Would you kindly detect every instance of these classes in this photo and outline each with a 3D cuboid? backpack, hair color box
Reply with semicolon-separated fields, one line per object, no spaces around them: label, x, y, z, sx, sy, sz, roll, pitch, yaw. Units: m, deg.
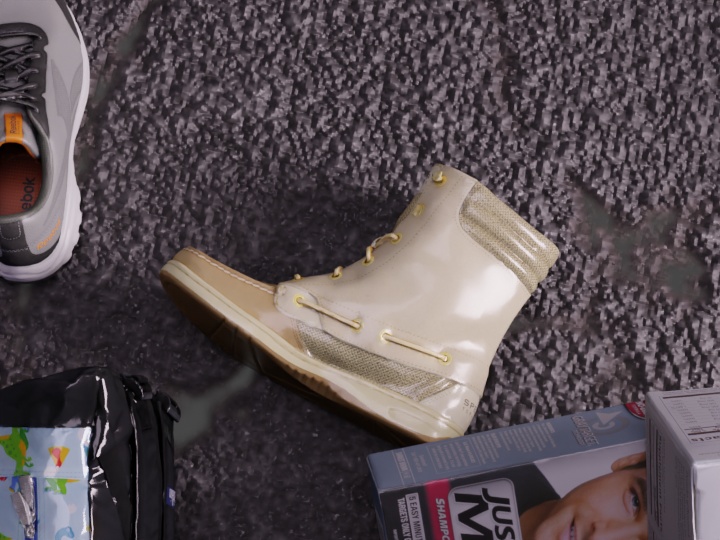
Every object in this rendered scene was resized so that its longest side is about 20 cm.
backpack;-0.165;0.167;1.253;0.153;0.163;0.200;-13;79;5
hair color box;0.111;0.138;1.281;0.200;0.061;0.099;-11;106;-4

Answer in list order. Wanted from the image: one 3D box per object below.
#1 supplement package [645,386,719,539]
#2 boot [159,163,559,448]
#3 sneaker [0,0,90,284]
supplement package;0.239;0.169;1.215;0.155;0.111;0.200;-5;107;-5
boot;0.000;0.000;1.338;0.200;0.073;0.156;29;77;6
sneaker;-0.201;-0.097;1.368;0.074;0.079;0.200;-5;71;0
